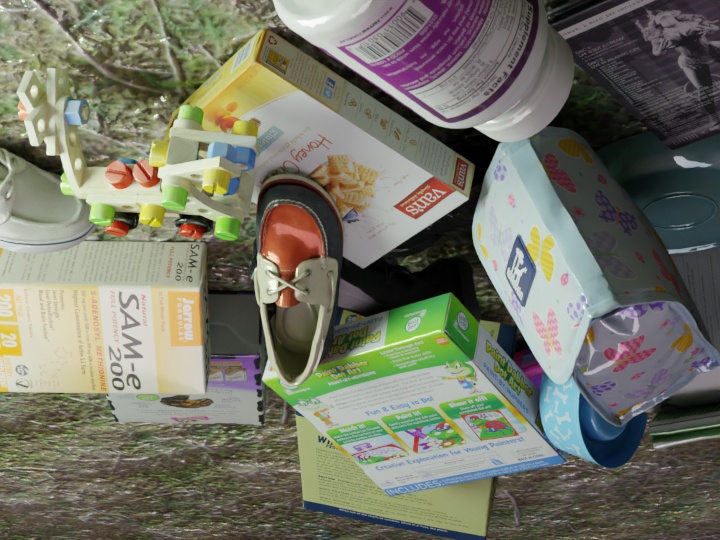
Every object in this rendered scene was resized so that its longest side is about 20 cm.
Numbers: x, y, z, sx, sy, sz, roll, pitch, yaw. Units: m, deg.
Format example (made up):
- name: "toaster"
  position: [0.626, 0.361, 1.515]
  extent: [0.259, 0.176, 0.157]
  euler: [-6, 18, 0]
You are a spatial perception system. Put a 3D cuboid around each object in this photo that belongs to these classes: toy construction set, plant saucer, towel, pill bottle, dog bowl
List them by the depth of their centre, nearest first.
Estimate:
- name: "pill bottle"
  position: [0.047, -0.157, 0.878]
  extent: [0.111, 0.114, 0.199]
  euler: [-19, 149, 35]
- name: "toy construction set"
  position: [-0.158, -0.075, 1.011]
  extent: [0.198, 0.093, 0.131]
  euler: [18, 168, 20]
- name: "plant saucer"
  position: [0.268, -0.059, 1.185]
  extent: [0.197, 0.028, 0.201]
  euler: [0, 155, 0]
- name: "dog bowl"
  position: [0.207, 0.067, 1.203]
  extent: [0.049, 0.202, 0.111]
  euler: [1, 158, 42]
- name: "towel"
  position: [0.360, 0.132, 1.370]
  extent: [0.151, 0.024, 0.200]
  euler: [-13, -177, 18]

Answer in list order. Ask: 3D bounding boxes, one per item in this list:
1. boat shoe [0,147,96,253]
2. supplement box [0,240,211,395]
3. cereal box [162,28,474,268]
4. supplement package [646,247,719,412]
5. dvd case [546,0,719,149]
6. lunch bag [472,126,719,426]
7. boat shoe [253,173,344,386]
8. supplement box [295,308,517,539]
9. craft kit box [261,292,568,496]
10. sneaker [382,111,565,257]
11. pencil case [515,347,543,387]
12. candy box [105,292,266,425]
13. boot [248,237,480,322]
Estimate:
- name: "boat shoe"
  position: [-0.301, -0.070, 1.120]
  extent: [0.198, 0.072, 0.070]
  euler: [18, 153, -20]
- name: "supplement box"
  position: [-0.238, 0.044, 1.291]
  extent: [0.197, 0.074, 0.127]
  euler: [0, 125, -1]
- name: "cereal box"
  position: [-0.032, -0.086, 1.061]
  extent: [0.199, 0.040, 0.143]
  euler: [31, 143, -22]
- name: "supplement package"
  position: [0.291, 0.059, 1.326]
  extent: [0.198, 0.119, 0.117]
  euler: [-12, 155, 24]
- name: "dvd case"
  position: [0.239, -0.155, 0.989]
  extent: [0.148, 0.016, 0.199]
  euler: [-20, 148, 34]
- name: "lunch bag"
  position: [0.168, 0.002, 1.057]
  extent: [0.126, 0.171, 0.200]
  euler: [-31, 149, 9]
- name: "boat shoe"
  position: [-0.052, 0.010, 1.107]
  extent: [0.070, 0.063, 0.201]
  euler: [10, 139, 8]
- name: "supplement box"
  position: [0.047, 0.151, 1.411]
  extent: [0.197, 0.135, 0.201]
  euler: [9, 142, 9]
- name: "craft kit box"
  position: [0.050, 0.115, 1.220]
  extent: [0.198, 0.049, 0.197]
  euler: [-17, 134, 35]
- name: "sneaker"
  position: [0.076, -0.070, 1.129]
  extent: [0.197, 0.061, 0.104]
  euler: [-12, 153, 15]
- name: "pencil case"
  position: [0.175, 0.125, 1.509]
  extent: [0.088, 0.089, 0.199]
  euler: [22, 145, -39]
- name: "candy box"
  position: [-0.182, 0.094, 1.458]
  extent: [0.165, 0.072, 0.201]
  euler: [1, 154, -2]
- name: "boot"
  position: [0.000, 0.000, 1.244]
  extent: [0.198, 0.066, 0.165]
  euler: [18, -169, -9]
